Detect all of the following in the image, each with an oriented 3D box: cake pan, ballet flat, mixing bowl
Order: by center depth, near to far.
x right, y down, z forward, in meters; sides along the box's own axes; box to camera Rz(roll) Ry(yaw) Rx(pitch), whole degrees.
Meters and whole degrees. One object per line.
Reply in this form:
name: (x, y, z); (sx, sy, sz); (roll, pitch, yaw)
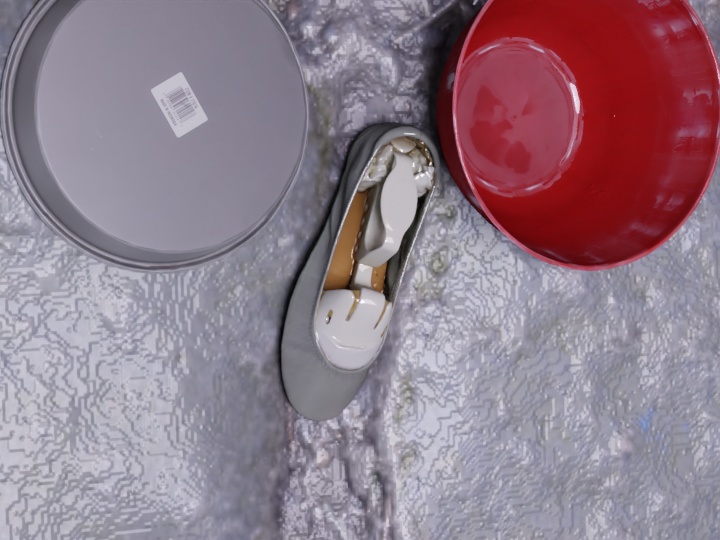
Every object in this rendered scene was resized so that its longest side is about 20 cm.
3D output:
cake pan: (-0.118, -0.098, 1.038); (0.199, 0.037, 0.201); (-1, 92, -24)
ballet flat: (0.000, 0.000, 1.079); (0.067, 0.064, 0.201); (18, 85, -23)
mixing bowl: (0.124, -0.103, 1.104); (0.199, 0.108, 0.201); (-1, 93, -25)

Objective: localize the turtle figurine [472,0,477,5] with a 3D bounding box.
turtle figurine: (0.041, -0.269, 1.069); (0.149, 0.101, 0.201); (25, 68, -33)
